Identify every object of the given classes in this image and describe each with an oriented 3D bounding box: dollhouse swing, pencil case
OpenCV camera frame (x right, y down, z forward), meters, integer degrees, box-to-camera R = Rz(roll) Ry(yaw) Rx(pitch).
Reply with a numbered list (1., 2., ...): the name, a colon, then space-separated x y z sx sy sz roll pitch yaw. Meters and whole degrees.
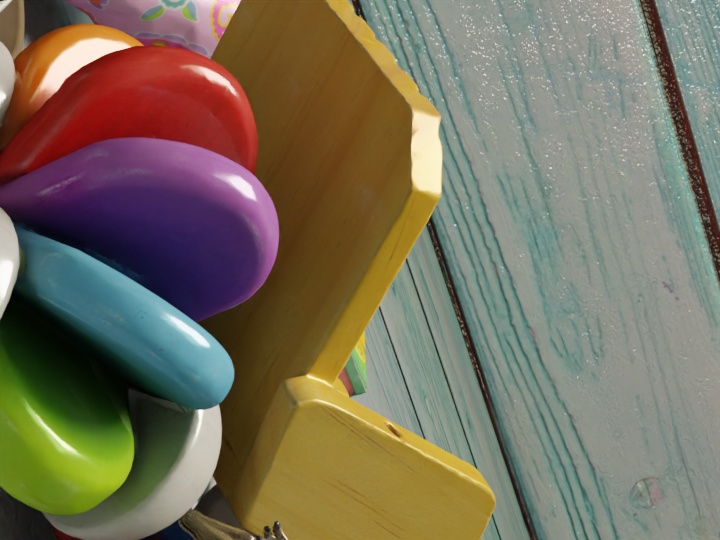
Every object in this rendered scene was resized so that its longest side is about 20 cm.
1. dollhouse swing: 0.000 0.000 0.884 0.182 0.176 0.200 30 16 -40
2. pencil case: -0.108 -0.156 1.097 0.200 0.087 0.088 33 31 -34

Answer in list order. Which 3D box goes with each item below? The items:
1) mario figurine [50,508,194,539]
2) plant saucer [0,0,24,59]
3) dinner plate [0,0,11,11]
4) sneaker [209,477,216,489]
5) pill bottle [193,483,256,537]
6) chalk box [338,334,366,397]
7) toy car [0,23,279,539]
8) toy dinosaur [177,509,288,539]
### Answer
1. mario figurine: -0.079 0.115 0.868 0.106 0.123 0.200 -62 -151 31
2. plant saucer: -0.205 -0.181 0.929 0.200 0.029 0.201 -16 90 -83
3. dinner plate: -0.197 -0.190 0.818 0.200 0.024 0.201 16 71 -56
4. sneaker: -0.046 0.187 1.209 0.100 0.075 0.201 164 -91 -79
5. pill bottle: -0.039 0.153 1.042 0.200 0.112 0.113 116 -41 -82
6. chalk box: -0.071 0.008 1.127 0.200 0.124 0.125 -94 166 -60
7. toy car: -0.100 -0.009 0.757 0.175 0.150 0.200 43 27 -42
8. toy dinosaur: -0.016 0.167 0.751 0.101 0.058 0.201 103 -29 -64
